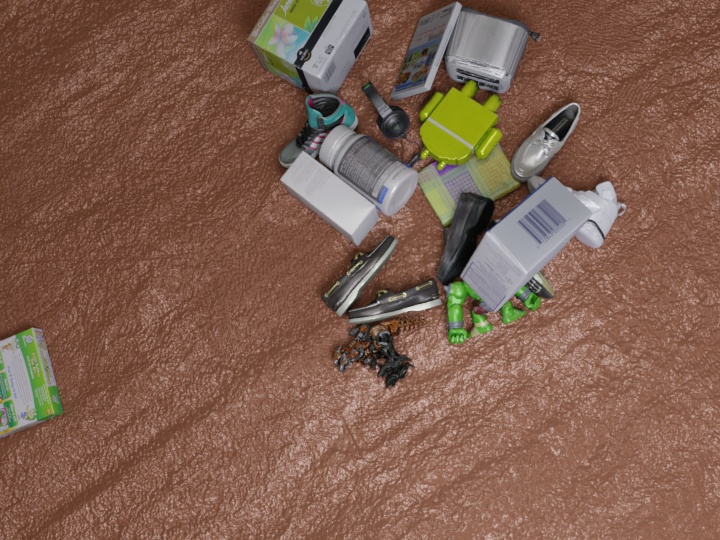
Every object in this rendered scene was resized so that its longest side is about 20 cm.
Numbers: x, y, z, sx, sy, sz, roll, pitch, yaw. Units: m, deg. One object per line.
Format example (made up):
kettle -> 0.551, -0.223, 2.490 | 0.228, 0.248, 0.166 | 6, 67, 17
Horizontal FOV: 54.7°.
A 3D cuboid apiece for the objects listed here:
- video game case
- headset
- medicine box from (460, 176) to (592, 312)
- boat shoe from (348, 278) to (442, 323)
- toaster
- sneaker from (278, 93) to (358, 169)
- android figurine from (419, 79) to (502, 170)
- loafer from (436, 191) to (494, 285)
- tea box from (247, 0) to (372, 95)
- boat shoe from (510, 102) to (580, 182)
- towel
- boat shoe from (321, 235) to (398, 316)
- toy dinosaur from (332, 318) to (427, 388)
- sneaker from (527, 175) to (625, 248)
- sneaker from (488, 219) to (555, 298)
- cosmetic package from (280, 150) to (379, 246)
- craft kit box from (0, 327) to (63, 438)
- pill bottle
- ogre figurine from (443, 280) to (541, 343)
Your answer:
video game case -> 0.139, -0.472, 1.507 | 0.018, 0.143, 0.202 | 25, 82, -28
headset -> 0.060, -0.309, 1.494 | 0.094, 0.124, 0.200 | -38, 102, 10
medicine box -> 0.299, -0.044, 1.283 | 0.182, 0.200, 0.103 | -39, 77, -20
boat shoe -> 0.066, 0.065, 1.435 | 0.199, 0.072, 0.061 | -13, 85, -8
toaster -> 0.273, -0.468, 1.495 | 0.198, 0.114, 0.130 | 19, 86, 10
sneaker -> -0.105, -0.309, 1.499 | 0.199, 0.121, 0.084 | -36, 59, -2
android figurine -> 0.208, -0.306, 1.487 | 0.181, 0.041, 0.201 | 35, 86, 17
loafer -> 0.205, -0.068, 1.453 | 0.072, 0.073, 0.201 | 29, 92, 33
tea box -> -0.107, -0.519, 1.540 | 0.196, 0.134, 0.201 | 29, 84, 12
boat shoe -> 0.391, -0.271, 1.457 | 0.200, 0.066, 0.072 | -43, 80, -8
towel -> 0.233, -0.197, 1.494 | 0.199, 0.023, 0.144 | -30, 78, 2
boat shoe -> 0.000, 0.000, 1.456 | 0.060, 0.072, 0.202 | 39, 87, 7
toy dinosaur -> 0.042, 0.155, 1.422 | 0.200, 0.102, 0.136 | -41, 58, 20
sneaker -> 0.446, -0.149, 1.433 | 0.200, 0.075, 0.115 | 43, 86, 7
sneaker -> 0.350, -0.037, 1.427 | 0.088, 0.077, 0.201 | -31, 79, -8
cosmetic package -> -0.064, -0.150, 1.480 | 0.199, 0.108, 0.085 | 37, 85, 10
craft kit box -> -0.774, 0.254, 1.528 | 0.196, 0.049, 0.202 | -21, 78, 5
pill bottle -> 0.015, -0.216, 1.474 | 0.200, 0.114, 0.114 | 38, 86, 18
ogre figurine -> 0.256, 0.058, 1.407 | 0.199, 0.098, 0.121 | -23, 89, 14
